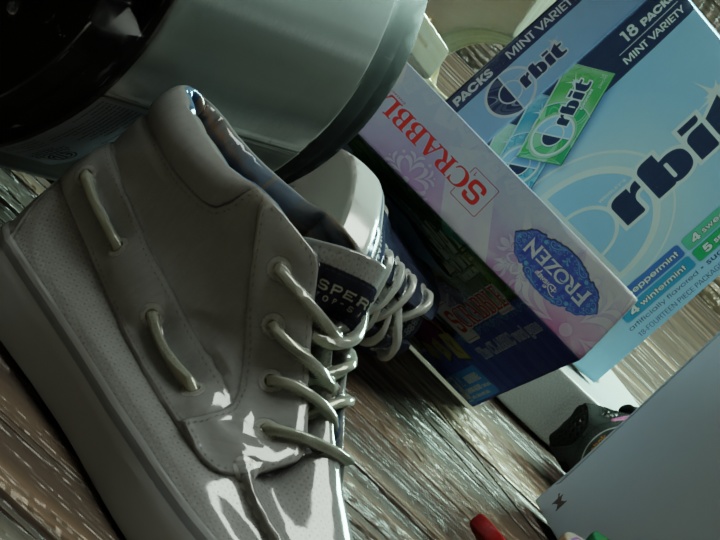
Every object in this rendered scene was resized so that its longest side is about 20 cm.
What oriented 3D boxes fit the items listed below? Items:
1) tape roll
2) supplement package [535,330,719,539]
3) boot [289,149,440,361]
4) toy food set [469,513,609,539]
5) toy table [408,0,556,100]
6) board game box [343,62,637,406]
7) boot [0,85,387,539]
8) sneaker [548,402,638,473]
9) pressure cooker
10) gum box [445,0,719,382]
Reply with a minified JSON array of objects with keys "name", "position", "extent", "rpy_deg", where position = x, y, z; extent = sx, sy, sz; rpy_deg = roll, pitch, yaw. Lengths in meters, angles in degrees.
[{"name":"tape roll","position":[0.081,0.033,1.565],"extent":[0.203,0.037,0.203],"rpy_deg":[45,9,-9]},{"name":"supplement package","position":[0.203,0.102,1.260],"extent":[0.111,0.200,0.156],"rpy_deg":[41,9,-29]},{"name":"boot","position":[0.000,0.000,1.180],"extent":[0.090,0.073,0.200],"rpy_deg":[42,6,-14]},{"name":"toy food set","position":[0.108,0.165,1.012],"extent":[0.198,0.049,0.200],"rpy_deg":[48,9,13]},{"name":"toy table","position":[0.012,-0.105,1.471],"extent":[0.117,0.184,0.200],"rpy_deg":[29,-1,35]},{"name":"board game box","position":[0.018,-0.030,1.299],"extent":[0.200,0.041,0.200],"rpy_deg":[46,-14,-1]},{"name":"boot","position":[-0.028,0.033,0.804],"extent":[0.200,0.096,0.074],"rpy_deg":[50,9,28]},{"name":"sneaker","position":[0.157,0.105,1.471],"extent":[0.086,0.080,0.200],"rpy_deg":[38,-2,27]},{"name":"pressure cooker","position":[-0.076,-0.108,0.930],"extent":[0.176,0.179,0.200],"rpy_deg":[22,4,32]},{"name":"gum box","position":[0.127,-0.051,1.449],"extent":[0.200,0.170,0.045],"rpy_deg":[42,9,-46]}]
